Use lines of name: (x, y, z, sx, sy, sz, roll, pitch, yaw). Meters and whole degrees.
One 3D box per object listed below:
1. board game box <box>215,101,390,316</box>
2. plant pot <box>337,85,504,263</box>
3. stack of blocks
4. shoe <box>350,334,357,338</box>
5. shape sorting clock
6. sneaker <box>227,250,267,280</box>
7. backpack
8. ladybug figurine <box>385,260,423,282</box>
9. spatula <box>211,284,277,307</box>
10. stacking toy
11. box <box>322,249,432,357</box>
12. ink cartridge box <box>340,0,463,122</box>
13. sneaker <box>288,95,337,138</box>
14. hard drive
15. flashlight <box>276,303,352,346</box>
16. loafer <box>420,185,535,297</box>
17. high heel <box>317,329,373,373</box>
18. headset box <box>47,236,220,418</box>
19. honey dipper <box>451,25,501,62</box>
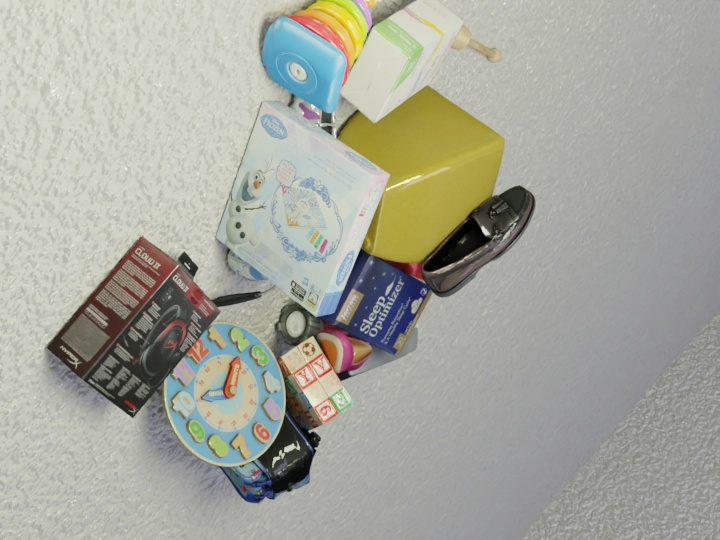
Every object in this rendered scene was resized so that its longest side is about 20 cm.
board game box: (-0.078, -0.080, 1.522, 0.043, 0.199, 0.201, -10, 129, -51)
plant pot: (0.056, -0.127, 1.714, 0.199, 0.194, 0.197, -24, 140, -37)
stack of blocks: (-0.089, 0.180, 1.812, 0.058, 0.116, 0.200, -32, 177, -22)
shoe: (0.000, 0.000, 1.837, 0.091, 0.071, 0.202, -36, 126, -30)
shape sorting clock: (-0.186, 0.171, 1.671, 0.199, 0.202, 0.039, -31, -176, -38)
sneaker: (-0.101, -0.025, 1.686, 0.199, 0.072, 0.073, -22, 136, -49)
backpack: (-0.155, 0.264, 1.810, 0.134, 0.183, 0.201, -35, 160, -18)
ladybug figurine: (0.087, -0.052, 1.927, 0.135, 0.071, 0.203, 12, 97, -62)
spatula: (-0.125, 0.022, 1.617, 0.198, 0.021, 0.056, -19, 179, 24)
stacking toy: (-0.025, -0.308, 1.490, 0.201, 0.109, 0.116, -53, 170, -29)
box: (0.020, 0.045, 1.803, 0.199, 0.032, 0.122, 28, 91, -45)
ink cartridge box: (0.066, -0.292, 1.607, 0.200, 0.067, 0.118, -43, 168, -48)
sneaker: (-0.040, -0.147, 1.576, 0.077, 0.139, 0.202, -17, 134, -50)
hard drive: (0.001, 0.148, 1.993, 0.134, 0.043, 0.199, -25, 174, 39)
flashlight: (-0.050, 0.090, 1.889, 0.199, 0.067, 0.069, 12, 66, -56)
loafer: (0.166, -0.047, 1.696, 0.200, 0.072, 0.063, -45, 141, 3)
high heel: (-0.012, 0.114, 1.782, 0.095, 0.068, 0.200, -24, 163, -14)
headset box: (-0.272, 0.065, 1.501, 0.201, 0.075, 0.149, -51, 153, -10)
honey dipper: (0.171, -0.344, 1.827, 0.038, 0.038, 0.199, -62, 156, 12)
